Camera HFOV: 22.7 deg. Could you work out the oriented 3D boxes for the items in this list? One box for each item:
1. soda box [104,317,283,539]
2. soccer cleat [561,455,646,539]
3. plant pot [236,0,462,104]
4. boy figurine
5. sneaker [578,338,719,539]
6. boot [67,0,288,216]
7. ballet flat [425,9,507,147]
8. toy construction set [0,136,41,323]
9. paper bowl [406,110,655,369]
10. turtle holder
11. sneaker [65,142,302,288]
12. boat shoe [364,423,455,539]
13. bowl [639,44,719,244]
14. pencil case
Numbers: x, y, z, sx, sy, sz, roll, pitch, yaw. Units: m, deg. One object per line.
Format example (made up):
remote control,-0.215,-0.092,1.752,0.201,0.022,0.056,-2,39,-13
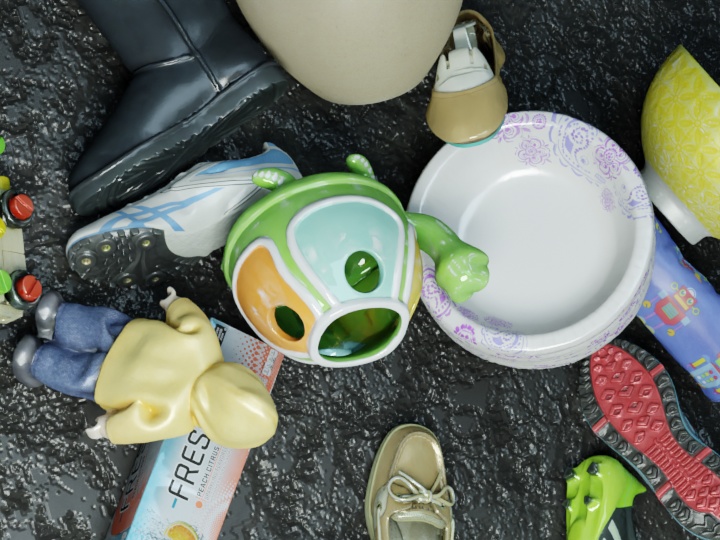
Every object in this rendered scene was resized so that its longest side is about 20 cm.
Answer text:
soda box,-0.127,0.141,1.339,0.068,0.064,0.201,27,67,-17
soccer cleat,0.192,0.251,1.468,0.081,0.067,0.201,29,66,-30
plant pot,-0.003,-0.212,1.433,0.200,0.200,0.135,-29,126,-28
boy figurine,-0.146,0.071,1.291,0.199,0.065,0.125,15,66,14
sneaker,0.251,0.151,1.518,0.079,0.096,0.201,-32,69,-1
boot,-0.178,-0.158,1.384,0.200,0.076,0.168,-35,80,-11
ballet flat,0.083,-0.161,1.459,0.068,0.200,0.063,-12,113,8
toy construction set,-0.299,-0.020,1.279,0.131,0.092,0.202,11,80,-48
paper bowl,0.139,-0.019,1.455,0.199,0.104,0.202,-3,73,9
turtle holder,-0.009,0.007,1.360,0.185,0.141,0.132,18,32,-41
sneaker,-0.137,-0.044,1.385,0.199,0.072,0.073,-20,55,-23
boat shoe,0.042,0.218,1.401,0.073,0.063,0.202,16,71,-21
bowl,0.303,-0.088,1.561,0.108,0.200,0.200,-41,98,12
pencil case,0.269,0.020,1.552,0.078,0.087,0.200,-41,98,16
